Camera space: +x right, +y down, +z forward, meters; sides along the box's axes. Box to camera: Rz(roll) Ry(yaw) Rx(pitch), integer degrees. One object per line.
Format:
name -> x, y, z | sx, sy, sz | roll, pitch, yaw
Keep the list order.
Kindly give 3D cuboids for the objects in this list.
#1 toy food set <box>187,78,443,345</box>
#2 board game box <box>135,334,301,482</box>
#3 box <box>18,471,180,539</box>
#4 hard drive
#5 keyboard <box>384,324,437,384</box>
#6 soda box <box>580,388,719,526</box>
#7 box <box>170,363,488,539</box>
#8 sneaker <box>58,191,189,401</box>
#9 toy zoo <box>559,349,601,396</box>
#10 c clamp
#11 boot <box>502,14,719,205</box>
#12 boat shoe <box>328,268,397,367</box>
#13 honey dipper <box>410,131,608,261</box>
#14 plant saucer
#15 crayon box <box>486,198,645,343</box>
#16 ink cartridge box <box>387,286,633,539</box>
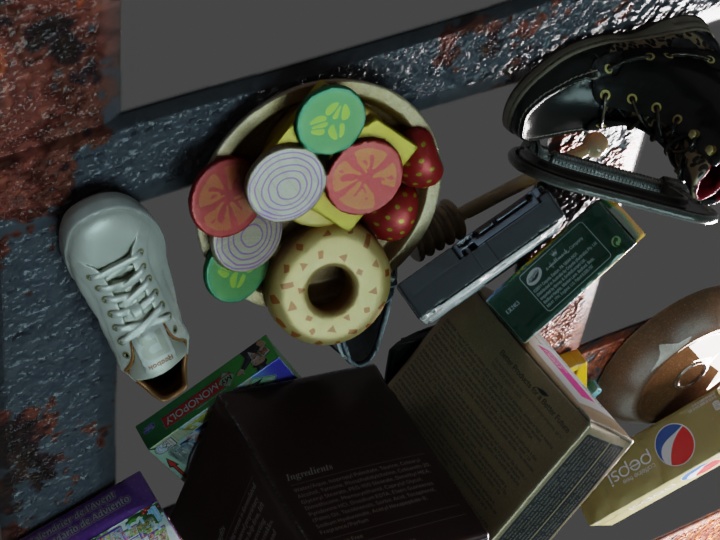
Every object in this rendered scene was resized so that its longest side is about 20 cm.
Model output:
toy food set -> -0.031, -0.048, 1.316 | 0.198, 0.049, 0.200 | 30, 106, -35
board game box -> -0.096, 0.144, 1.560 | 0.134, 0.029, 0.200 | -35, 147, 0
box -> -0.222, 0.269, 1.592 | 0.137, 0.039, 0.200 | -30, 147, -9
hard drive -> 0.097, -0.009, 1.450 | 0.140, 0.038, 0.200 | -35, 175, 0
keyboard -> 0.071, 0.126, 1.671 | 0.127, 0.021, 0.201 | -12, 133, -23
soda box -> 0.324, 0.203, 1.930 | 0.200, 0.064, 0.068 | -34, 158, 23
box -> -0.030, 0.214, 1.497 | 0.164, 0.200, 0.166 | -9, 140, -34
sneaker -> -0.159, 0.023, 1.303 | 0.073, 0.085, 0.200 | -28, 145, -8
toy zoo -> 0.155, 0.148, 1.795 | 0.199, 0.020, 0.131 | -21, 144, -21
c clamp -> 0.203, -0.071, 1.444 | 0.199, 0.171, 0.027 | 13, 107, -18
boot -> 0.228, -0.117, 1.412 | 0.199, 0.151, 0.073 | -19, 144, -22
boat shoe -> 0.000, 0.000, 1.429 | 0.072, 0.068, 0.200 | -18, 142, -25
honey dipper -> 0.123, -0.067, 1.491 | 0.200, 0.038, 0.038 | -28, 146, -19
plant saucer -> 0.339, 0.099, 1.888 | 0.200, 0.037, 0.201 | -23, 145, -17
crayon box -> 0.181, -0.005, 1.550 | 0.126, 0.052, 0.200 | -43, 174, 10
ink cartridge box -> 0.114, 0.137, 1.546 | 0.075, 0.200, 0.165 | 26, 109, -44
